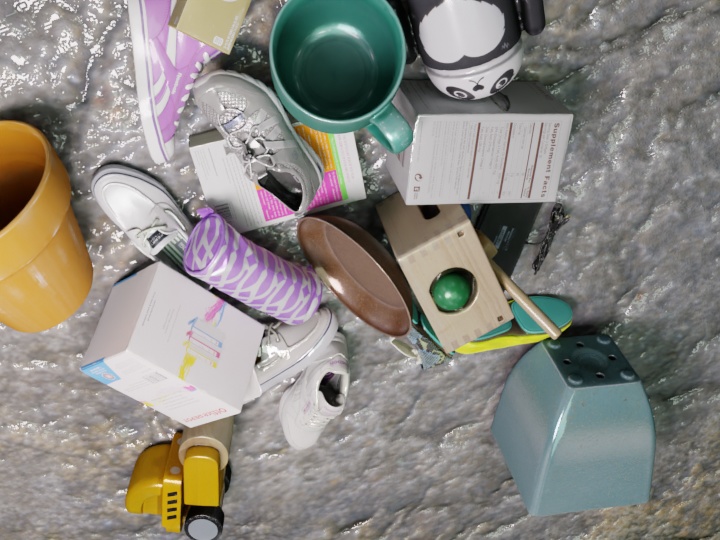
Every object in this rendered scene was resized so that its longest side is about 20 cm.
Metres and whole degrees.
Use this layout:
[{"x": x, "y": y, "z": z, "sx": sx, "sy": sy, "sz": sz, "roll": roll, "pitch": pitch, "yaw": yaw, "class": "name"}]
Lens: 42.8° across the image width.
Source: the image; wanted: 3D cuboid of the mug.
[{"x": -0.025, "y": -0.216, "z": 1.027, "sx": 0.148, "sy": 0.114, "sz": 0.190, "roll": -6, "pitch": 90, "yaw": -4, "class": "mug"}]

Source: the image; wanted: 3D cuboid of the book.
[{"x": -0.099, "y": -0.124, "z": 1.136, "sx": 0.196, "sy": 0.048, "sz": 0.136, "roll": -15, "pitch": 125, "yaw": -2, "class": "book"}]

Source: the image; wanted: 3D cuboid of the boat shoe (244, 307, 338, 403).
[{"x": -0.122, "y": 0.106, "z": 1.264, "sx": 0.198, "sy": 0.072, "sz": 0.070, "roll": -33, "pitch": 127, "yaw": 16, "class": "boat shoe"}]

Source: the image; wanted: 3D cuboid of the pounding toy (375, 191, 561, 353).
[{"x": 0.133, "y": -0.002, "z": 1.167, "sx": 0.140, "sy": 0.201, "sz": 0.186, "roll": -28, "pitch": 119, "yaw": 4, "class": "pounding toy"}]

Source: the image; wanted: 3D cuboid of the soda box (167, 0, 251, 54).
[{"x": -0.130, "y": -0.333, "z": 0.950, "sx": 0.063, "sy": 0.068, "sz": 0.203, "roll": 20, "pitch": 98, "yaw": -25, "class": "soda box"}]

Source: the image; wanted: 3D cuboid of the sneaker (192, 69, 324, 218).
[{"x": -0.111, "y": -0.143, "z": 1.038, "sx": 0.074, "sy": 0.083, "sz": 0.200, "roll": -28, "pitch": 126, "yaw": 30, "class": "sneaker"}]

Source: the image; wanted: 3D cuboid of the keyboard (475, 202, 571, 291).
[{"x": 0.216, "y": -0.045, "z": 1.281, "sx": 0.124, "sy": 0.021, "sz": 0.203, "roll": 12, "pitch": 119, "yaw": -13, "class": "keyboard"}]

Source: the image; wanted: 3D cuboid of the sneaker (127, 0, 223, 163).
[{"x": -0.198, "y": -0.218, "z": 1.037, "sx": 0.112, "sy": 0.073, "sz": 0.204, "roll": -6, "pitch": 123, "yaw": -14, "class": "sneaker"}]

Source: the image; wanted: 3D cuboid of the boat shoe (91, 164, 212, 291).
[{"x": -0.245, "y": -0.051, "z": 1.131, "sx": 0.073, "sy": 0.067, "sz": 0.199, "roll": -42, "pitch": 122, "yaw": 14, "class": "boat shoe"}]

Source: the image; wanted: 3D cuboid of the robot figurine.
[{"x": 0.115, "y": -0.292, "z": 1.033, "sx": 0.124, "sy": 0.149, "sz": 0.203, "roll": -38, "pitch": 128, "yaw": -24, "class": "robot figurine"}]

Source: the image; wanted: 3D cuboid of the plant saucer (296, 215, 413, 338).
[{"x": 0.000, "y": 0.000, "z": 1.170, "sx": 0.037, "sy": 0.199, "sz": 0.202, "roll": -44, "pitch": 127, "yaw": -21, "class": "plant saucer"}]

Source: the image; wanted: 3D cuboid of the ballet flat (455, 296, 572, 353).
[{"x": 0.214, "y": 0.083, "z": 1.334, "sx": 0.196, "sy": 0.068, "sz": 0.067, "roll": -9, "pitch": 150, "yaw": -24, "class": "ballet flat"}]

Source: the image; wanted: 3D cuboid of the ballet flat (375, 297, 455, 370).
[{"x": 0.060, "y": 0.075, "z": 1.289, "sx": 0.074, "sy": 0.075, "sz": 0.201, "roll": -35, "pitch": 121, "yaw": 10, "class": "ballet flat"}]

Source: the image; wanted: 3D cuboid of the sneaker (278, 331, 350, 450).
[{"x": -0.066, "y": 0.188, "z": 1.308, "sx": 0.073, "sy": 0.100, "sz": 0.203, "roll": 7, "pitch": 121, "yaw": -20, "class": "sneaker"}]

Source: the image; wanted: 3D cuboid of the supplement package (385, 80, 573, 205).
[{"x": 0.141, "y": -0.159, "z": 1.130, "sx": 0.195, "sy": 0.118, "sz": 0.120, "roll": -2, "pitch": 120, "yaw": -13, "class": "supplement package"}]

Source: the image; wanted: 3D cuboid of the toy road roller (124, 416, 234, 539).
[{"x": -0.258, "y": 0.283, "z": 1.310, "sx": 0.142, "sy": 0.124, "sz": 0.204, "roll": 6, "pitch": 122, "yaw": -4, "class": "toy road roller"}]

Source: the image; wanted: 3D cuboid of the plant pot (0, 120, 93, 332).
[{"x": -0.398, "y": -0.032, "z": 1.042, "sx": 0.196, "sy": 0.202, "sz": 0.185, "roll": -21, "pitch": 140, "yaw": 0, "class": "plant pot"}]

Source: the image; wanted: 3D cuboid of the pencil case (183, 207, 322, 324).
[{"x": -0.130, "y": 0.000, "z": 1.157, "sx": 0.083, "sy": 0.087, "sz": 0.199, "roll": -6, "pitch": 155, "yaw": 38, "class": "pencil case"}]

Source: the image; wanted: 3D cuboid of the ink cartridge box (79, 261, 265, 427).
[{"x": -0.226, "y": 0.105, "z": 1.173, "sx": 0.199, "sy": 0.127, "sz": 0.127, "roll": 34, "pitch": 144, "yaw": -31, "class": "ink cartridge box"}]

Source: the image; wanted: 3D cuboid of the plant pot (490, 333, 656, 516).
[{"x": 0.321, "y": 0.210, "z": 1.361, "sx": 0.191, "sy": 0.198, "sz": 0.204, "roll": -4, "pitch": 122, "yaw": -11, "class": "plant pot"}]
